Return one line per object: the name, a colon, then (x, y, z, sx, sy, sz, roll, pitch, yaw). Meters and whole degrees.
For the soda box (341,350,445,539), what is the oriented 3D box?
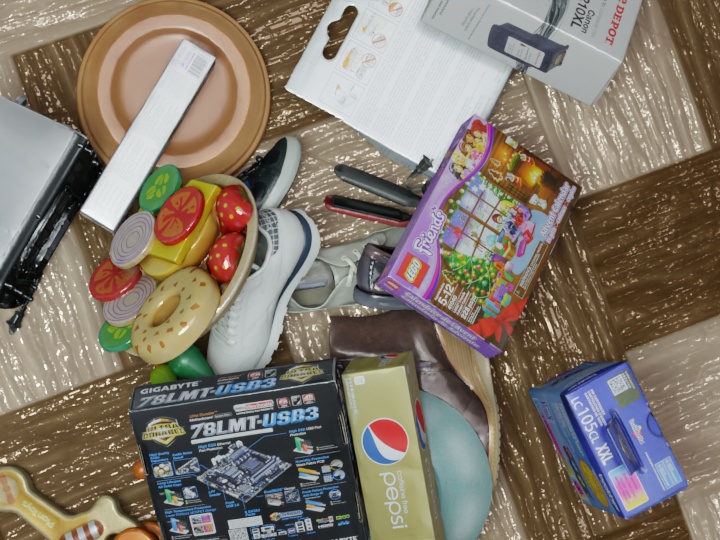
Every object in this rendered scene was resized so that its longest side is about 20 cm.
soda box: (0.033, 0.184, 1.568, 0.063, 0.068, 0.202, -9, 98, 10)

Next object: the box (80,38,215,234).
box: (-0.208, -0.132, 1.615, 0.041, 0.039, 0.201, 29, 83, -3)

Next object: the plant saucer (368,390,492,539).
plant saucer: (0.030, 0.216, 1.629, 0.199, 0.039, 0.203, 2, 100, 10)

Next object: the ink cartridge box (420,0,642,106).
ink cartridge box: (0.181, -0.280, 1.665, 0.199, 0.084, 0.146, 26, 57, -5)

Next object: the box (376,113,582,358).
box: (0.119, -0.034, 1.616, 0.136, 0.039, 0.201, 32, 68, -10)

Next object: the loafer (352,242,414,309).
loafer: (0.088, 0.002, 1.645, 0.198, 0.072, 0.064, -3, 106, -26)

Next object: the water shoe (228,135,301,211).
water shoe: (-0.134, -0.062, 1.637, 0.079, 0.071, 0.201, 35, 83, -13)

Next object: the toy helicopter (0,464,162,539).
toy helicopter: (-0.290, 0.268, 1.612, 0.199, 0.079, 0.133, 35, 92, 6)

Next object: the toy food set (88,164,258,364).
toy food set: (-0.177, -0.007, 1.546, 0.049, 0.197, 0.201, 36, 76, -39)

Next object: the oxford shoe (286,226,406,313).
oxford shoe: (0.000, 0.000, 1.663, 0.198, 0.058, 0.076, -13, 84, -11)

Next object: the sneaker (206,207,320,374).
sneaker: (-0.115, 0.028, 1.604, 0.076, 0.080, 0.201, 33, 110, 31)

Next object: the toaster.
toaster: (-0.340, -0.057, 1.562, 0.118, 0.181, 0.201, 29, 84, 0)

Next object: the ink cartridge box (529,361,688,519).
ink cartridge box: (0.244, 0.163, 1.614, 0.076, 0.200, 0.137, -27, 90, -8)

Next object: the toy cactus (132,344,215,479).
toy cactus: (-0.157, 0.128, 1.595, 0.164, 0.102, 0.202, -12, 98, 30)

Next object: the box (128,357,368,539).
box: (-0.102, 0.189, 1.557, 0.198, 0.050, 0.200, -10, 117, 3)

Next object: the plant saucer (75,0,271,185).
plant saucer: (-0.188, -0.178, 1.659, 0.198, 0.037, 0.202, 0, 87, -7)

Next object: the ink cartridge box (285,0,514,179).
ink cartridge box: (0.044, -0.202, 1.690, 0.199, 0.050, 0.163, 28, 84, 0)

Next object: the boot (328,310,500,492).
boot: (0.055, 0.133, 1.665, 0.165, 0.072, 0.202, -7, 85, 0)

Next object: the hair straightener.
hair straightener: (0.067, -0.073, 1.652, 0.198, 0.041, 0.078, 16, 112, -1)
